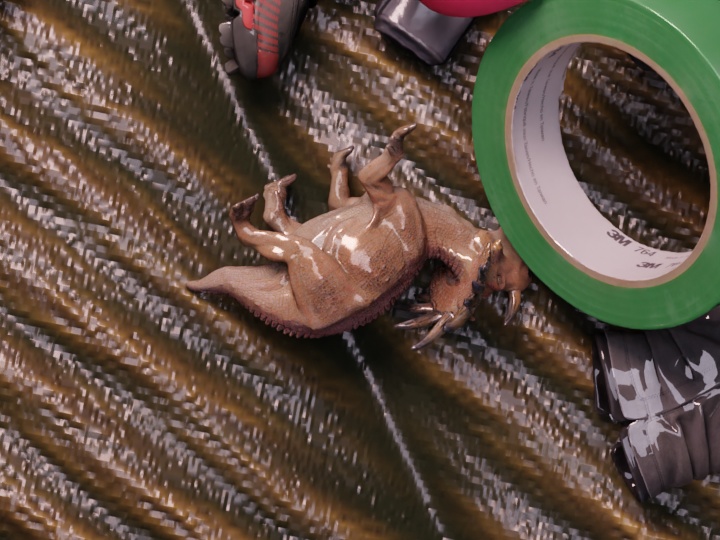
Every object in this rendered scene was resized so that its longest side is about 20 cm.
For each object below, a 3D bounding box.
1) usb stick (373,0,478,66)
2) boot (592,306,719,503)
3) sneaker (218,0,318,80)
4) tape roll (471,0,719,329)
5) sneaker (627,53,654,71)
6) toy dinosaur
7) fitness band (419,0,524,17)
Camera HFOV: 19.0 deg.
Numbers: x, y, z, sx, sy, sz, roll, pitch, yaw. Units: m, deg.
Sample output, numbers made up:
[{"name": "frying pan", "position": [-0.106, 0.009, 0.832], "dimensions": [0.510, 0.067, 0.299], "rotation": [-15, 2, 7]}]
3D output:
[{"name": "usb stick", "position": [0.081, -0.214, 1.306], "dimensions": [0.055, 0.033, 0.201], "rotation": [35, 84, 1]}, {"name": "boot", "position": [0.200, 0.031, 1.286], "dimensions": [0.131, 0.070, 0.202], "rotation": [-9, 83, 0]}, {"name": "sneaker", "position": [-0.024, -0.204, 1.278], "dimensions": [0.097, 0.071, 0.202], "rotation": [16, 84, -1]}, {"name": "tape roll", "position": [0.152, -0.068, 1.212], "dimensions": [0.048, 0.200, 0.201], "rotation": [-26, 88, -39]}, {"name": "sneaker", "position": [0.189, -0.206, 1.304], "dimensions": [0.099, 0.070, 0.201], "rotation": [52, 50, -39]}, {"name": "toy dinosaur", "position": [0.000, 0.000, 1.265], "dimensions": [0.199, 0.086, 0.136], "rotation": [-24, 95, 0]}, {"name": "fitness band", "position": [0.093, -0.228, 1.237], "dimensions": [0.143, 0.037, 0.201], "rotation": [3, 56, 29]}]
